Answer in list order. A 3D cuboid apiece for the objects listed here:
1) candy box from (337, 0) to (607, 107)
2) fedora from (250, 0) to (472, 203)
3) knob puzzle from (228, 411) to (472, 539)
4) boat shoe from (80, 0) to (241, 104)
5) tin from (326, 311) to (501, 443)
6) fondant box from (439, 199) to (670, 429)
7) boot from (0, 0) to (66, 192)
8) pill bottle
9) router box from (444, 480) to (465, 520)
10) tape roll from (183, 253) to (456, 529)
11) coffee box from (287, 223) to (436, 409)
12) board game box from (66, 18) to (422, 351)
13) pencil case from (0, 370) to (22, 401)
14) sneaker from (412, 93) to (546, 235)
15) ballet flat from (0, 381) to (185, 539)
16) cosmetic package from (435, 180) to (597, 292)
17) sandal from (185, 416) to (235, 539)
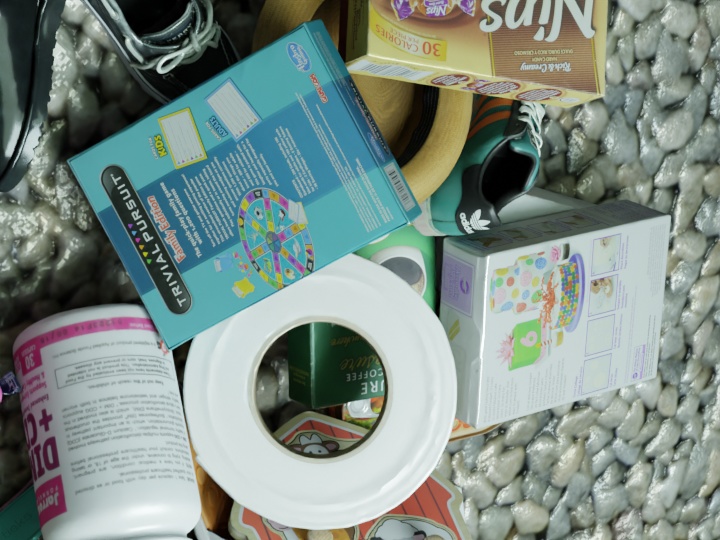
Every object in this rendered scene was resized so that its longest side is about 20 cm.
[{"bbox_3d":[0.083,-0.190,1.422,0.198,0.056,0.118,7,82,-25],"label":"candy box"},{"bbox_3d":[-0.011,-0.134,1.446,0.199,0.082,0.203,4,83,-28],"label":"fedora"},{"bbox_3d":[-0.008,0.178,1.517,0.218,0.220,0.031,-13,139,-32],"label":"knob puzzle"},{"bbox_3d":[-0.133,-0.169,1.365,0.074,0.068,0.200,-44,130,-11],"label":"boat shoe"},{"bbox_3d":[0.059,0.092,1.652,0.199,0.042,0.113,-10,112,-33],"label":"tin"},{"bbox_3d":[0.155,0.032,1.582,0.199,0.058,0.146,-13,114,-36],"label":"fondant box"},{"bbox_3d":[-0.274,-0.158,1.262,0.162,0.073,0.200,8,98,-41],"label":"boot"},{"bbox_3d":[-0.174,0.135,1.381,0.113,0.113,0.202,1,67,-37],"label":"pill bottle"},{"bbox_3d":[0.025,0.294,1.598,0.201,0.049,0.180,-57,153,-34],"label":"router box"},{"bbox_3d":[-0.030,0.087,1.445,0.200,0.071,0.204,0,88,-2],"label":"tape roll"},{"bbox_3d":[0.000,0.000,1.535,0.122,0.044,0.202,-9,103,-33],"label":"coffee box"},{"bbox_3d":[-0.080,-0.058,1.360,0.199,0.047,0.152,-27,93,18],"label":"board game box"},{"bbox_3d":[-0.302,0.024,1.311,0.090,0.094,0.201,-33,126,-20],"label":"pencil case"},{"bbox_3d":[0.115,-0.103,1.543,0.201,0.079,0.072,-60,138,-29],"label":"sneaker"},{"bbox_3d":[-0.202,0.160,1.476,0.200,0.069,0.071,-45,148,-7],"label":"ballet flat"},{"bbox_3d":[0.151,-0.013,1.648,0.199,0.071,0.102,14,101,-41],"label":"cosmetic package"},{"bbox_3d":[-0.096,0.192,1.545,0.059,0.079,0.208,-10,127,18],"label":"sandal"}]
